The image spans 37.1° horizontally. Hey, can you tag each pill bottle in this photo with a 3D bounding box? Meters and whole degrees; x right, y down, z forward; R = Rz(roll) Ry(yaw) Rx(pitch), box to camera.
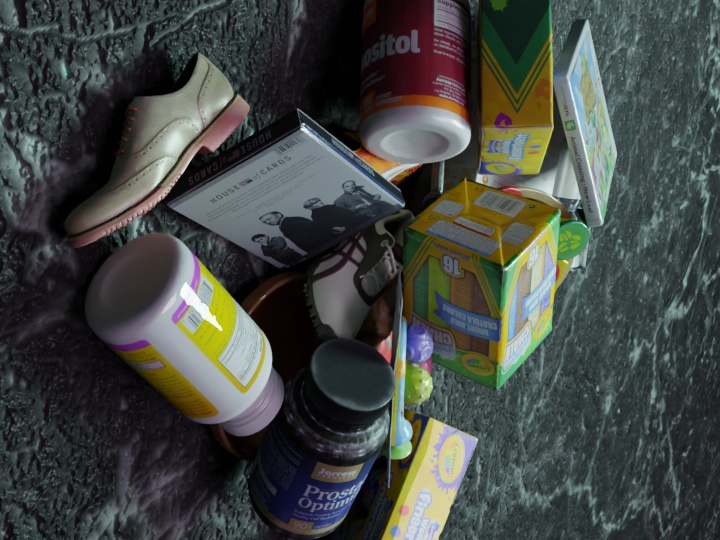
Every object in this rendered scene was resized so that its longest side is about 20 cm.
[{"bbox_3d":[-0.145,0.065,0.943,0.105,0.103,0.201,-57,137,-21],"label":"pill bottle"},{"bbox_3d":[-0.036,0.163,1.044,0.111,0.112,0.201,-33,155,-43],"label":"pill bottle"},{"bbox_3d":[0.056,-0.220,1.077,0.113,0.111,0.203,30,57,-56],"label":"pill bottle"}]

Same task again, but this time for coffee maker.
[{"bbox_3d":[0.279,-0.110,1.477,0.191,0.133,0.203,-12,115,-54],"label":"coffee maker"}]

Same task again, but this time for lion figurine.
[{"bbox_3d":[-0.005,0.107,1.175,0.122,0.072,0.202,-25,140,-63],"label":"lion figurine"}]

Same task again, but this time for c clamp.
[{"bbox_3d":[0.078,-0.099,1.198,0.172,0.027,0.202,114,-11,-47],"label":"c clamp"}]

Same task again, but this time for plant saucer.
[{"bbox_3d":[-0.091,0.098,1.120,0.199,0.032,0.203,-33,132,-45],"label":"plant saucer"}]

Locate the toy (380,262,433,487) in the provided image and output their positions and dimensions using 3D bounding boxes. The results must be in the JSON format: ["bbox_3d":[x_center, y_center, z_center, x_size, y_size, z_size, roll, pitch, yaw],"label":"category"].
[{"bbox_3d":[0.049,0.109,1.084,0.116,0.046,0.202,-88,-176,-54],"label":"toy"}]

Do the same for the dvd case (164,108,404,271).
[{"bbox_3d":[-0.065,-0.068,0.999,0.199,0.149,0.025,32,36,-56],"label":"dvd case"}]

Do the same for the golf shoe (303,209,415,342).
[{"bbox_3d":[0.000,0.000,1.097,0.078,0.087,0.201,56,31,-30],"label":"golf shoe"}]

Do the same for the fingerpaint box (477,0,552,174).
[{"bbox_3d":[0.159,-0.204,1.119,0.200,0.072,0.170,58,33,-80],"label":"fingerpaint box"}]

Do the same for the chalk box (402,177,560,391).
[{"bbox_3d":[0.124,0.031,1.123,0.124,0.123,0.203,-39,138,-41],"label":"chalk box"}]

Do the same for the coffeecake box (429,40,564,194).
[{"bbox_3d":[0.173,-0.156,1.302,0.152,0.072,0.203,22,78,-44],"label":"coffeecake box"}]

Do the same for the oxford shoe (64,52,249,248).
[{"bbox_3d":[-0.180,-0.100,0.885,0.200,0.070,0.074,-50,116,-29],"label":"oxford shoe"}]

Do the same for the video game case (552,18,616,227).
[{"bbox_3d":[0.267,-0.177,1.259,0.201,0.022,0.184,-59,136,-56],"label":"video game case"}]

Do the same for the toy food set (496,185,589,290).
[{"bbox_3d":[0.161,-0.012,1.239,0.197,0.049,0.200,6,124,-20],"label":"toy food set"}]

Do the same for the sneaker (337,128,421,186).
[{"bbox_3d":[0.017,-0.122,1.143,0.073,0.078,0.200,-38,177,26],"label":"sneaker"}]

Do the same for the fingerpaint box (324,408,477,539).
[{"bbox_3d":[0.041,0.268,1.272,0.073,0.167,0.203,25,83,-17],"label":"fingerpaint box"}]

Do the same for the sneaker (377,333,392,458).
[{"bbox_3d":[0.003,0.124,1.255,0.084,0.077,0.204,1,100,-36],"label":"sneaker"}]
